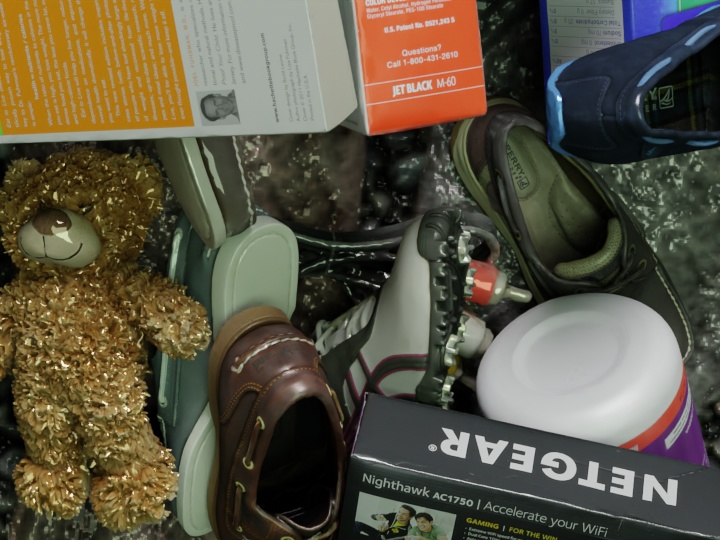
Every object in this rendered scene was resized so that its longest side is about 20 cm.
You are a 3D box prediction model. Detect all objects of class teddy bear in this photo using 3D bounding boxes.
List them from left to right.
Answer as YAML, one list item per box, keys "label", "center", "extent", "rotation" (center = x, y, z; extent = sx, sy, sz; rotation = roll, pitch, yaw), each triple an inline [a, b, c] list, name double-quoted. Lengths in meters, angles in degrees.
- label: "teddy bear"
  center: [-0.146, 0.039, 0.873]
  extent: [0.067, 0.144, 0.202]
  rotation: [-14, 123, -54]

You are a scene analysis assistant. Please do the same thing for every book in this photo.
- label: "book"
  center: [-0.107, -0.127, 0.750]
  extent: [0.198, 0.048, 0.135]
  rotation: [2, 114, 27]

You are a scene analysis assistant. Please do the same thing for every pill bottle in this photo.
- label: "pill bottle"
  center: [0.140, 0.118, 0.945]
  extent: [0.112, 0.113, 0.201]
  rotation: [-28, 126, -7]

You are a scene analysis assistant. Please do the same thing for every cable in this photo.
- label: "cable"
  center: [0.000, 0.000, 0.926]
  extent: [0.198, 0.050, 0.098]
  rotation: [17, 117, -19]

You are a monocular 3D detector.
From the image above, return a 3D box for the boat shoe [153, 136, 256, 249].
- label: "boat shoe"
  center: [-0.085, -0.111, 0.852]
  extent: [0.059, 0.072, 0.202]
  rotation: [-16, 76, -19]

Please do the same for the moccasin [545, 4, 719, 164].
- label: "moccasin"
  center: [0.178, -0.086, 0.828]
  extent: [0.199, 0.068, 0.081]
  rotation: [-25, 110, -35]

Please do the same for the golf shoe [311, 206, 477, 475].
- label: "golf shoe"
  center: [0.011, 0.046, 0.894]
  extent: [0.087, 0.078, 0.201]
  rotation: [15, 133, 6]

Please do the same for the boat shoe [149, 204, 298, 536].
- label: "boat shoe"
  center: [-0.080, 0.051, 0.915]
  extent: [0.072, 0.062, 0.202]
  rotation: [-20, 131, -42]

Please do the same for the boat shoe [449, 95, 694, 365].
- label: "boat shoe"
  center: [0.124, -0.010, 0.954]
  extent: [0.073, 0.065, 0.200]
  rotation: [-43, 106, 0]

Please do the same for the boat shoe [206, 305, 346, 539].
- label: "boat shoe"
  center: [-0.041, 0.112, 0.894]
  extent: [0.070, 0.070, 0.201]
  rotation: [-26, 138, -19]

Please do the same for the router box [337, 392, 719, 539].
- label: "router box"
  center: [0.086, 0.151, 0.876]
  extent: [0.198, 0.051, 0.150]
  rotation: [12, 131, 4]

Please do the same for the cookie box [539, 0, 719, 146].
- label: "cookie box"
  center: [0.179, -0.175, 0.904]
  extent: [0.170, 0.075, 0.202]
  rotation: [-15, 107, -33]

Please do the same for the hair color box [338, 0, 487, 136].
- label: "hair color box"
  center: [0.003, -0.171, 0.777]
  extent: [0.063, 0.111, 0.202]
  rotation: [-12, 105, -15]
